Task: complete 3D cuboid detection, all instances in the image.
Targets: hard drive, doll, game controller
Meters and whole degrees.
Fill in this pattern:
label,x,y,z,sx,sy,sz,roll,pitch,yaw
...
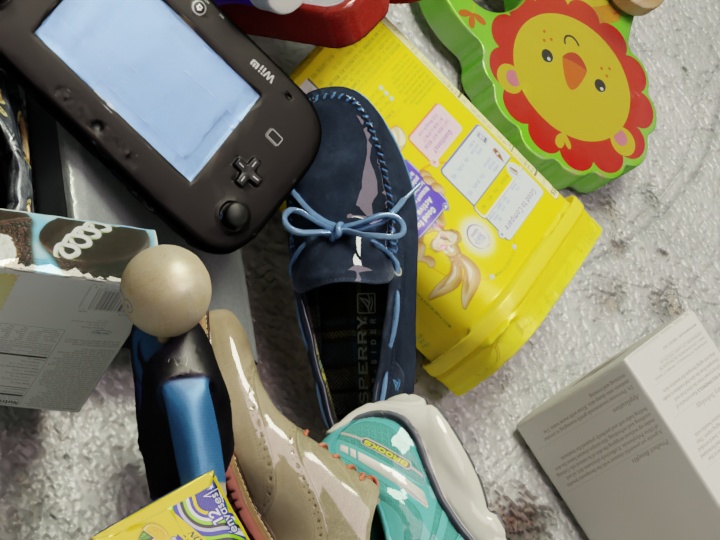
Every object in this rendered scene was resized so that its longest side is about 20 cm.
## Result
label,x,y,z,sx,sy,sz,roll,pitch,yaw
hard drive,-0.121,-0.050,1.112,0.139,0.033,0.201,23,50,-51
doll,-0.080,0.075,0.931,0.048,0.201,0.137,-6,36,-11
game controller,-0.110,-0.103,1.060,0.200,0.042,0.104,44,75,-16

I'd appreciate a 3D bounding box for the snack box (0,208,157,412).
label,x,y,z,sx,sy,sz,roll,pitch,yaw
snack box,-0.205,0.013,0.954,0.199,0.116,0.037,8,53,-26

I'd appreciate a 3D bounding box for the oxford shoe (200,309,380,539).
label,x,y,z,sx,sy,sz,roll,pitch,yaw
oxford shoe,-0.031,0.106,1.022,0.074,0.070,0.201,-20,85,-4

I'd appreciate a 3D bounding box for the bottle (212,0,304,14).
label,x,y,z,sx,sy,sz,roll,pitch,yaw
bottle,-0.114,-0.187,1.122,0.199,0.084,0.065,23,61,29

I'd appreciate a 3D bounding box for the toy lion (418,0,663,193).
label,x,y,z,sx,sy,sz,roll,pitch,yaw
toy lion,0.117,-0.155,1.380,0.199,0.069,0.192,32,56,-19

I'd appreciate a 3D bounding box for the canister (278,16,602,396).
label,x,y,z,sx,sy,sz,roll,pitch,yaw
canister,0.031,-0.046,1.221,0.200,0.087,0.149,45,45,-6

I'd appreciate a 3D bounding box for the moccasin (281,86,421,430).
label,x,y,z,sx,sy,sz,roll,pitch,yaw
moccasin,0.000,0.000,1.122,0.068,0.080,0.201,-33,112,-76

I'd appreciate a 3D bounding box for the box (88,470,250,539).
label,x,y,z,sx,sy,sz,roll,pitch,yaw
box,-0.104,0.157,0.903,0.064,0.200,0.070,-25,80,-30

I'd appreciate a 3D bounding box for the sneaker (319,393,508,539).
label,x,y,z,sx,sy,sz,roll,pitch,yaw
sneaker,0.041,0.164,1.074,0.079,0.078,0.201,-28,80,-24

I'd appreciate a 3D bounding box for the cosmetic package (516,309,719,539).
label,x,y,z,sx,sy,sz,roll,pitch,yaw
cosmetic package,0.196,0.141,1.224,0.085,0.107,0.201,-30,86,-46

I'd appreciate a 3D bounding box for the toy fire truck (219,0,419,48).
label,x,y,z,sx,sy,sz,roll,pitch,yaw
toy fire truck,-0.044,-0.195,1.192,0.168,0.199,0.113,-48,137,-35

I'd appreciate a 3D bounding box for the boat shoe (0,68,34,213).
label,x,y,z,sx,sy,sz,roll,pitch,yaw
boat shoe,-0.199,-0.080,1.039,0.070,0.091,0.201,-12,71,-12
